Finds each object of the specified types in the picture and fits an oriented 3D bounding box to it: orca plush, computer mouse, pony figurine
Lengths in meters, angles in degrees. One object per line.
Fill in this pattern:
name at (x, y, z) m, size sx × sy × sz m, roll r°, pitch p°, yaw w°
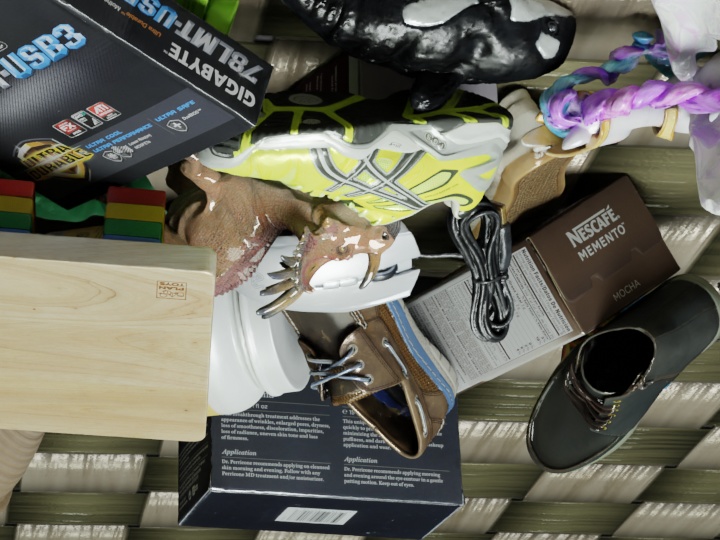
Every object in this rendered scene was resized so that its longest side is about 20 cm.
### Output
orca plush at (0.036, -0.132, 1.452) m, size 0.200 × 0.071 × 0.105 m, roll 15°, pitch 153°, yaw -35°
computer mouse at (0.000, 0.000, 1.617) m, size 0.200 × 0.044 × 0.110 m, roll -1°, pitch 129°, yaw 3°
pony figurine at (0.215, -0.107, 1.460) m, size 0.200 × 0.167 × 0.193 m, roll -8°, pitch 171°, yaw -27°

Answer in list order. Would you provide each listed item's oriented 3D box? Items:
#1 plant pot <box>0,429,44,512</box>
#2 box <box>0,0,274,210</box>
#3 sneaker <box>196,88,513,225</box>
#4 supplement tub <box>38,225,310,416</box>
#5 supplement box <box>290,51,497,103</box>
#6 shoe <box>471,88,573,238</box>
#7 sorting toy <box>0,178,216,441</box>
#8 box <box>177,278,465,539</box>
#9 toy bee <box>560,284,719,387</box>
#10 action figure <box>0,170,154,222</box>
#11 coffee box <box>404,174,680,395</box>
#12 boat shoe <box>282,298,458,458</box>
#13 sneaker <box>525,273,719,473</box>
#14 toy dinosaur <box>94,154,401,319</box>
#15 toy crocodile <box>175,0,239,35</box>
plant pot at (-0.289, 0.080, 1.829) m, size 0.093 × 0.201 × 0.201 m, roll -25°, pitch 153°, yaw 12°
box at (-0.185, -0.121, 1.406) m, size 0.198 × 0.050 × 0.200 m, roll 32°, pitch 149°, yaw -30°
sneaker at (-0.002, -0.062, 1.469) m, size 0.200 × 0.076 × 0.075 m, roll -1°, pitch -157°, yaw -24°
supplement tub at (-0.145, 0.035, 1.770) m, size 0.200 × 0.145 × 0.145 m, roll -6°, pitch 158°, yaw 14°
supplement box at (-0.010, -0.074, 1.615) m, size 0.109 × 0.061 × 0.200 m, roll 13°, pitch 154°, yaw -31°
shoe at (0.100, -0.066, 1.670) m, size 0.070 × 0.053 × 0.200 m, roll -31°, pitch 169°, yaw -16°
sorting toy at (-0.190, 0.020, 1.519) m, size 0.200 × 0.070 × 0.199 m, roll 4°, pitch 146°, yaw -3°
box at (-0.032, 0.101, 1.897) m, size 0.200 × 0.182 × 0.104 m, roll 6°, pitch 158°, yaw -16°
toy bee at (0.193, 0.054, 1.899) m, size 0.109 × 0.131 × 0.200 m, roll 15°, pitch 180°, yaw 29°
action figure at (-0.185, -0.084, 1.585) m, size 0.118 × 0.055 × 0.200 m, roll 1°, pitch 159°, yaw -1°
coffee box at (0.116, 0.018, 1.774) m, size 0.113 × 0.080 × 0.200 m, roll -30°, pitch 180°, yaw -39°
boat shoe at (0.000, 0.056, 1.707) m, size 0.072 × 0.072 × 0.200 m, roll -16°, pitch 134°, yaw 37°
sneaker at (0.161, 0.082, 1.739) m, size 0.106 × 0.075 × 0.200 m, roll -24°, pitch 158°, yaw -52°
toy dinosaur at (-0.084, -0.019, 1.560) m, size 0.200 × 0.136 × 0.086 m, roll -27°, pitch -175°, yaw 46°
toy crocodile at (-0.105, -0.140, 1.445) m, size 0.067 × 0.062 × 0.200 m, roll 16°, pitch 153°, yaw 2°
